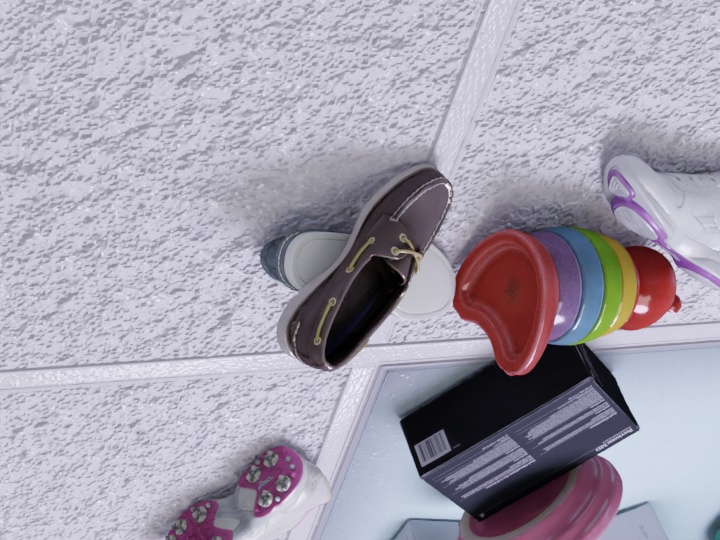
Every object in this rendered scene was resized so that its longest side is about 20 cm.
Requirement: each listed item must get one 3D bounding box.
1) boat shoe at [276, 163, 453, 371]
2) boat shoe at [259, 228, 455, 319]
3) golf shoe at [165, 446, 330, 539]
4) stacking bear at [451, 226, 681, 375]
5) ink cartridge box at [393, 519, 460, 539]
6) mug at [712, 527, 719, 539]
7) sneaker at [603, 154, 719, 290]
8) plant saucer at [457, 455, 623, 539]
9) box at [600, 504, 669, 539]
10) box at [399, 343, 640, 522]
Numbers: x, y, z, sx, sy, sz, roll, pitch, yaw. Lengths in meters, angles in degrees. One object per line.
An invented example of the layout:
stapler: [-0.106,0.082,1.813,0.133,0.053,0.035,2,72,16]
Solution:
boat shoe: [0.015,-0.002,1.244,0.200,0.059,0.072,-49,129,-14]
boat shoe: [0.000,0.000,1.321,0.199,0.073,0.062,10,177,-42]
golf shoe: [-0.114,0.259,1.553,0.200,0.076,0.091,-36,143,20]
stacking bear: [0.203,0.017,1.384,0.199,0.122,0.114,-1,129,-36]
ink cartridge box: [0.081,0.383,1.777,0.144,0.084,0.200,7,134,-31]
mug: [0.532,0.359,1.931,0.184,0.115,0.152,2,136,-28]
sneaker: [0.291,-0.063,1.371,0.200,0.075,0.100,34,88,-38]
plant saucer: [0.179,0.255,1.611,0.200,0.201,0.051,-31,106,13]
box: [0.302,0.430,1.842,0.199,0.200,0.172,-21,142,-2]
box: [0.162,0.157,1.551,0.199,0.079,0.141,-32,139,13]
